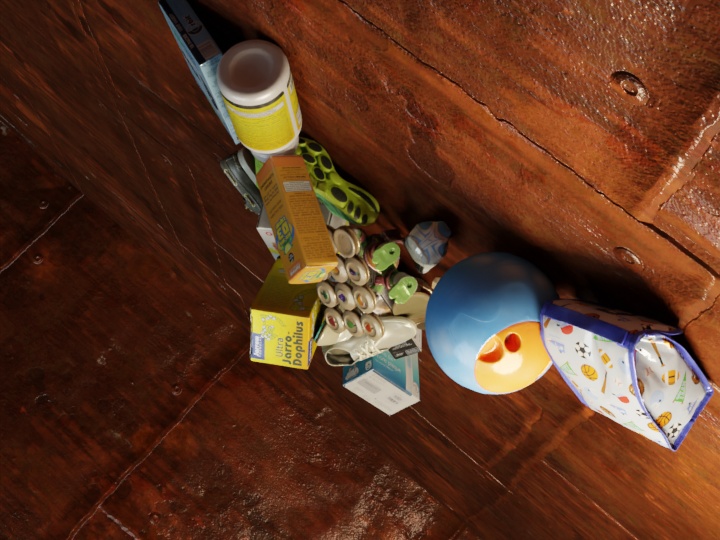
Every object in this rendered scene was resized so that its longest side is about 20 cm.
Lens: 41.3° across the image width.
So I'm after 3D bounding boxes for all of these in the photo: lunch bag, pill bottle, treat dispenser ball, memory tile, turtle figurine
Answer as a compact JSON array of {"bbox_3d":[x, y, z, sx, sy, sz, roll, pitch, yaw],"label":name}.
[{"bbox_3d":[0.345,0.118,1.261,0.200,0.124,0.169,44,167,-34],"label":"lunch bag"},{"bbox_3d":[-0.152,-0.257,1.498,0.112,0.113,0.201,36,162,20],"label":"pill bottle"},{"bbox_3d":[0.192,0.075,1.367,0.200,0.201,0.201,38,164,13],"label":"treat dispenser ball"},{"bbox_3d":[-0.032,0.019,1.564,0.152,0.017,0.202,8,120,50],"label":"memory tile"},{"bbox_3d":[0.000,0.000,1.587,0.197,0.146,0.194,0,-171,-20],"label":"turtle figurine"}]

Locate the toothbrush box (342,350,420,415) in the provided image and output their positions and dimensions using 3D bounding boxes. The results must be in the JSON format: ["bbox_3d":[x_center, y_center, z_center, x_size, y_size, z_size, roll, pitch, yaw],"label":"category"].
[{"bbox_3d":[0.041,0.161,1.901,0.085,0.202,0.146,-30,130,30],"label":"toothbrush box"}]

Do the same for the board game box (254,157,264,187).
[{"bbox_3d":[-0.147,-0.181,1.798,0.101,0.048,0.200,40,164,8],"label":"board game box"}]

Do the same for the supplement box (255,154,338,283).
[{"bbox_3d":[-0.104,-0.083,1.529,0.066,0.068,0.202,-42,63,48],"label":"supplement box"}]

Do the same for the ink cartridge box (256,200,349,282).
[{"bbox_3d":[-0.097,-0.061,1.803,0.143,0.084,0.201,4,153,16],"label":"ink cartridge box"}]

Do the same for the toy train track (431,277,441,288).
[{"bbox_3d":[0.212,0.063,1.606,0.199,0.033,0.115,32,154,16],"label":"toy train track"}]

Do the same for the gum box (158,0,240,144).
[{"bbox_3d":[-0.251,-0.332,1.574,0.171,0.044,0.201,56,171,31],"label":"gum box"}]

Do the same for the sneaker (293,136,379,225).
[{"bbox_3d":[-0.058,-0.143,1.634,0.200,0.074,0.084,44,160,-4],"label":"sneaker"}]

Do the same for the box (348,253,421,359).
[{"bbox_3d":[0.049,0.059,1.810,0.059,0.118,0.201,-18,131,21],"label":"box"}]

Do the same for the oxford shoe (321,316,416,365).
[{"bbox_3d":[0.015,0.136,1.768,0.198,0.058,0.075,-17,129,23],"label":"oxford shoe"}]

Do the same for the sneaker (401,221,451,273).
[{"bbox_3d":[0.110,-0.041,1.524,0.072,0.072,0.200,60,178,1],"label":"sneaker"}]

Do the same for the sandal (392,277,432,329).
[{"bbox_3d":[0.100,0.049,1.769,0.212,0.077,0.070,45,-151,-65],"label":"sandal"}]

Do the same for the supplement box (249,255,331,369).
[{"bbox_3d":[-0.123,0.072,1.726,0.108,0.201,0.110,8,120,7],"label":"supplement box"}]

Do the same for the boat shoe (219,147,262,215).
[{"bbox_3d":[-0.215,-0.159,1.945,0.073,0.060,0.203,-94,-21,-50],"label":"boat shoe"}]

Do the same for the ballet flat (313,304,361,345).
[{"bbox_3d":[-0.032,0.088,1.734,0.069,0.069,0.200,45,-157,-9],"label":"ballet flat"}]
